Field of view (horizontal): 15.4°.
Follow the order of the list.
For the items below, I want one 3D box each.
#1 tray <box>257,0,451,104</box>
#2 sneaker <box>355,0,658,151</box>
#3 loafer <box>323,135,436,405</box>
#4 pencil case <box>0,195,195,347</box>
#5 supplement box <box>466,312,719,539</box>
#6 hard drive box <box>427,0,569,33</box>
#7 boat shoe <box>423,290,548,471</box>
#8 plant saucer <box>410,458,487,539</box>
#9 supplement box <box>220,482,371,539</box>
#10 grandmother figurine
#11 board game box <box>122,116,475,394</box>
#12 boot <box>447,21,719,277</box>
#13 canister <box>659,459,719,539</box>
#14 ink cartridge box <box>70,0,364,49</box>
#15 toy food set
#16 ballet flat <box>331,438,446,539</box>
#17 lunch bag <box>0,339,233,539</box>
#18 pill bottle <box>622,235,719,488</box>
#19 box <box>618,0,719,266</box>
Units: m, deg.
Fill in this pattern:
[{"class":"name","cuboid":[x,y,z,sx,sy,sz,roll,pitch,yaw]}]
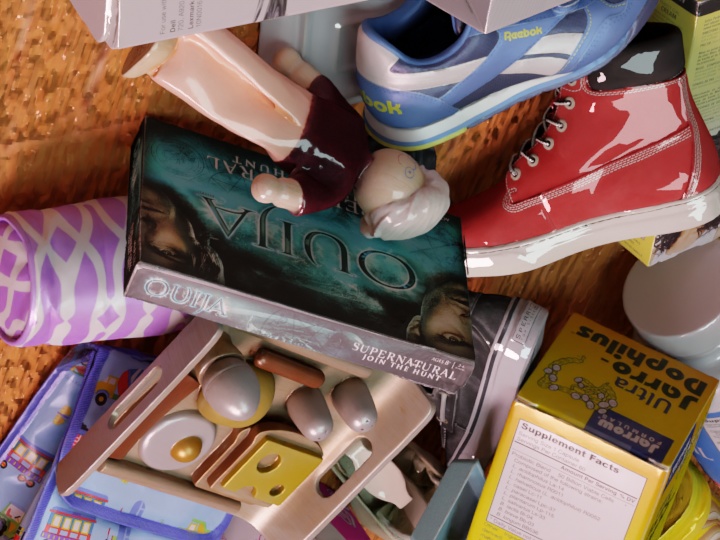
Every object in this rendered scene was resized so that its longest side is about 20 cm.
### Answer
[{"class":"tray","cuboid":[0.034,-0.143,1.554,0.199,0.022,0.108,-13,130,-23]},{"class":"sneaker","cuboid":[0.084,-0.145,1.517,0.199,0.074,0.082,-30,134,-8]},{"class":"loafer","cuboid":[0.000,0.000,1.628,0.070,0.068,0.201,-11,130,-52]},{"class":"pencil case","cuboid":[-0.120,-0.001,1.539,0.199,0.085,0.085,-2,168,-30]},{"class":"supplement box","cuboid":[0.142,0.150,1.737,0.110,0.108,0.201,-51,162,-51]},{"class":"hard drive box","cuboid":[0.119,-0.236,1.448,0.199,0.077,0.157,-25,136,-38]},{"class":"boat shoe","cuboid":[0.072,0.067,1.721,0.072,0.071,0.200,-59,170,-33]},{"class":"plant saucer","cuboid":[0.062,0.167,1.743,0.070,0.019,0.200,-61,166,-9]},{"class":"supplement box","cuboid":[-0.087,0.228,1.732,0.200,0.101,0.103,-46,136,11]},{"class":"grandmother figurine","cuboid":[-0.035,-0.078,1.470,0.199,0.122,0.060,32,141,-20]},{"class":"board game box","cuboid":[-0.034,-0.009,1.494,0.199,0.136,0.028,17,126,-16]},{"class":"boot","cuboid":[0.109,-0.081,1.616,0.199,0.073,0.145,-15,115,12]},{"class":"canister","cuboid":[0.218,0.220,1.929,0.148,0.087,0.200,-42,138,6]},{"class":"ink cartridge box","cuboid":[-0.062,-0.198,1.357,0.199,0.146,0.085,-14,132,-24]},{"class":"toy food set","cuboid":[-0.065,0.101,1.568,0.144,0.061,0.200,-46,139,18]},{"class":"ballet flat","cuboid":[0.022,0.142,1.753,0.069,0.070,0.200,-38,136,2]},{"class":"lunch bag","cuboid":[-0.149,0.130,1.637,0.150,0.094,0.201,21,101,-42]},{"class":"pill bottle","cuboid":[0.248,0.062,1.797,0.112,0.112,0.200,-37,135,0]},{"class":"box","cuboid":[0.207,-0.103,1.669,0.075,0.050,0.201,-22,135,-30]}]
